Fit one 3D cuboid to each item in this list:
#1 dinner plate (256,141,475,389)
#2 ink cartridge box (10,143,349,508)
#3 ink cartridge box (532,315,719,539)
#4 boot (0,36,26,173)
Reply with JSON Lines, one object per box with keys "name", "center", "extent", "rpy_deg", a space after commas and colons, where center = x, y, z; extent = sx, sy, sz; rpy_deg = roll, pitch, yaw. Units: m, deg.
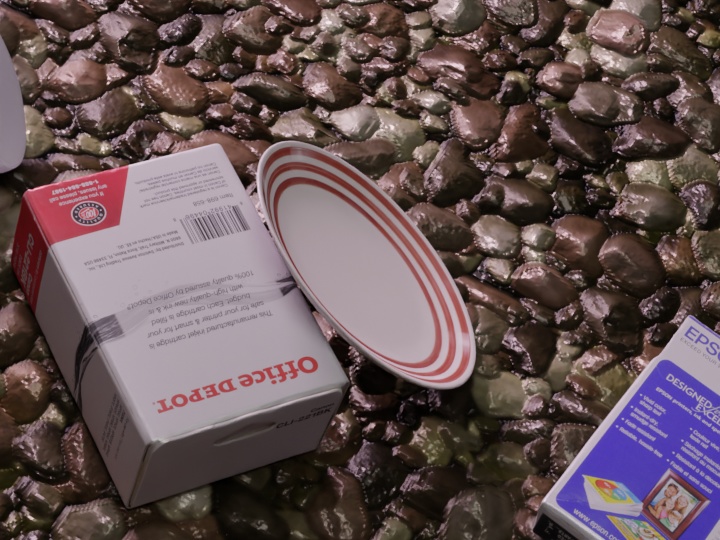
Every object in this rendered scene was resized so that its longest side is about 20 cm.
{"name": "dinner plate", "center": [0.000, 0.000, 1.522], "extent": [0.200, 0.024, 0.201], "rpy_deg": [40, 27, -25]}
{"name": "ink cartridge box", "center": [-0.118, 0.033, 1.475], "extent": [0.143, 0.084, 0.201], "rpy_deg": [-15, 60, -26]}
{"name": "ink cartridge box", "center": [0.243, 0.155, 1.518], "extent": [0.198, 0.044, 0.200], "rpy_deg": [36, 55, 11]}
{"name": "boot", "center": [-0.300, -0.149, 1.570], "extent": [0.073, 0.095, 0.202], "rpy_deg": [-8, 77, -68]}
